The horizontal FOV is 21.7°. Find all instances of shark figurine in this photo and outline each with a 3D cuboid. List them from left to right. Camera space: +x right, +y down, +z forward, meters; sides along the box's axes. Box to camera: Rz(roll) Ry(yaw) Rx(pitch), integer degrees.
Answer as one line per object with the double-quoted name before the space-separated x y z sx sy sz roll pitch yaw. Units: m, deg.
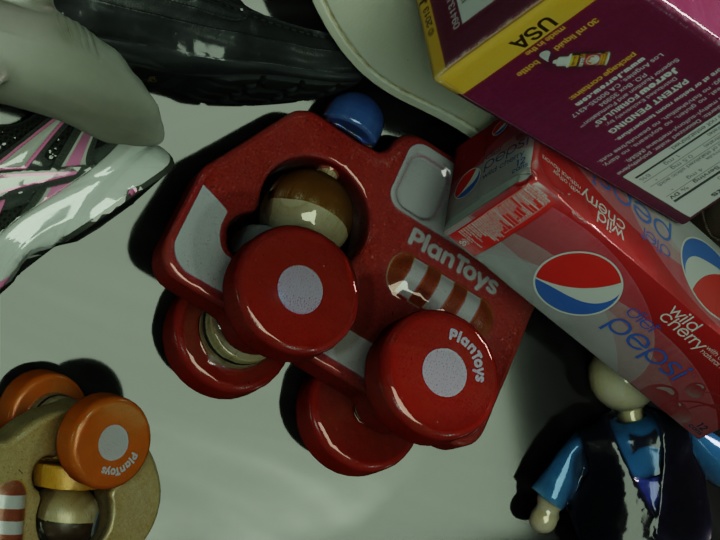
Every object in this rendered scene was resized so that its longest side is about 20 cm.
"shark figurine" -0.202 -0.081 0.832 0.214 0.090 0.128 -7 131 -1

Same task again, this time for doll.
"doll" 0.162 0.136 1.035 0.136 0.048 0.200 -12 91 -10

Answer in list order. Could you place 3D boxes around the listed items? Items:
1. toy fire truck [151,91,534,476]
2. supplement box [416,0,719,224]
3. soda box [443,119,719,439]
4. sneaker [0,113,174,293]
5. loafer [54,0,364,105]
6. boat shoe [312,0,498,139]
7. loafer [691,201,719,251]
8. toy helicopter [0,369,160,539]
"toy fire truck" 0.000 0.000 0.970 0.200 0.112 0.168 32 63 -14
"supplement box" 0.124 -0.128 0.915 0.103 0.131 0.200 -34 141 30
"soda box" 0.136 0.000 0.975 0.200 0.070 0.063 38 130 -25
"sneaker" -0.197 -0.028 0.937 0.200 0.080 0.086 -36 93 -18
"loafer" -0.087 -0.124 0.937 0.200 0.068 0.070 5 79 -30
"boat shoe" 0.053 -0.120 0.975 0.200 0.062 0.075 32 119 -19
"loafer" 0.237 -0.086 1.023 0.073 0.071 0.200 18 90 -13
"toy helicopter" -0.182 0.146 0.922 0.200 0.079 0.132 -31 117 -32
